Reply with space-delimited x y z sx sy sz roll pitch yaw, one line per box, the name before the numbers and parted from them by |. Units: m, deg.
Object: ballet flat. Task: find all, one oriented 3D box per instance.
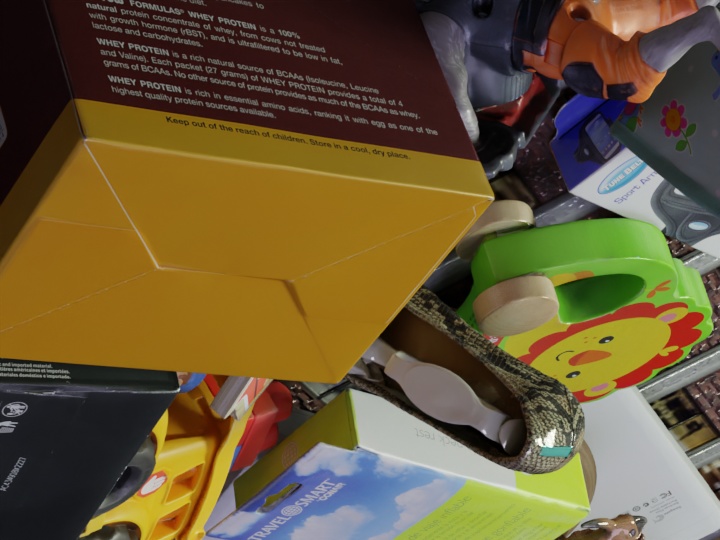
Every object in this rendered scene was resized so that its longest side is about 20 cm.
ballet flat | 0.028 0.047 1.270 0.075 0.199 0.068 2 115 -58

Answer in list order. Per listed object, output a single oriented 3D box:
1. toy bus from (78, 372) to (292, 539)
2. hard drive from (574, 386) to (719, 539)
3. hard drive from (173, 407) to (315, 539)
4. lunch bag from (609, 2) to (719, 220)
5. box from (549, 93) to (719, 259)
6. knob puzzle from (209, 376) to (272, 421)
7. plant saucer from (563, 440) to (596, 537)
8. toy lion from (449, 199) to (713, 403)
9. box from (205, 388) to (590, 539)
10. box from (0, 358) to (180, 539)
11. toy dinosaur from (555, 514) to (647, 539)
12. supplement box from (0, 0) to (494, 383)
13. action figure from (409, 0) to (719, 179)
toy bus | -0.120 0.077 1.299 0.191 0.136 0.201 -16 148 -31
hard drive | 0.147 0.139 1.580 0.131 0.027 0.200 -28 135 12
hard drive | -0.039 0.164 1.501 0.131 0.026 0.200 18 136 -22
lunch bag | 0.247 -0.078 1.147 0.121 0.200 0.171 13 112 -44
box | 0.197 -0.070 1.322 0.119 0.042 0.199 -39 145 28
knob puzzle | 0.000 0.000 1.169 0.220 0.030 0.220 -50 176 -5
plant saucer | 0.054 0.146 1.526 0.198 0.030 0.201 -1 139 -1
toy lion | 0.124 0.028 1.387 0.190 0.069 0.200 -6 154 -21
box | 0.021 0.132 1.397 0.199 0.048 0.122 18 138 -33
box | -0.185 0.011 1.085 0.123 0.201 0.149 5 141 -31
toy dinosaur | 0.099 0.238 1.495 0.201 0.085 0.136 -57 156 -24
supplement box | -0.083 -0.077 1.008 0.196 0.201 0.133 6 139 -35
action figure | 0.088 -0.124 1.075 0.192 0.200 0.105 -1 123 18
